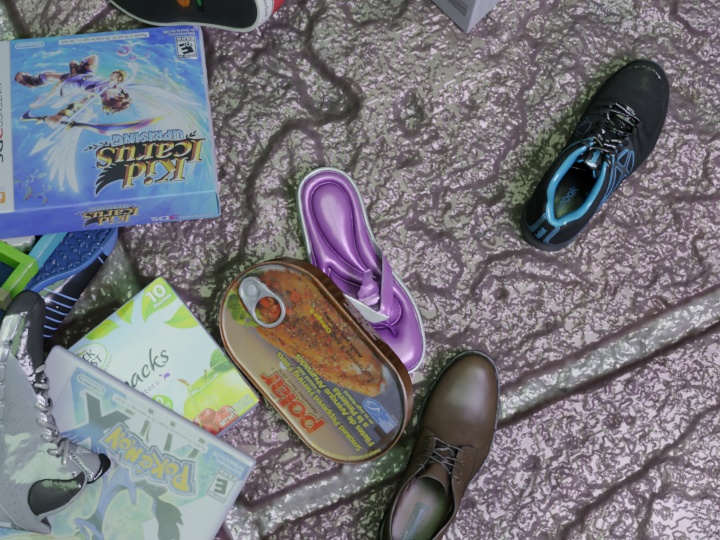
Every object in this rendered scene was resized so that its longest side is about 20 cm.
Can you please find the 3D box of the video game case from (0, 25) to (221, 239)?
[{"bbox_3d":[-0.229,-0.124,1.270,0.199,0.045,0.182,-6,62,-5],"label":"video game case"}]

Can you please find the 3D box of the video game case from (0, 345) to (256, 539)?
[{"bbox_3d":[-0.218,0.191,1.235,0.200,0.022,0.183,29,88,2],"label":"video game case"}]

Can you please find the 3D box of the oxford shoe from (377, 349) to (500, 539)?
[{"bbox_3d":[0.076,0.164,1.269,0.072,0.084,0.201,19,82,2],"label":"oxford shoe"}]

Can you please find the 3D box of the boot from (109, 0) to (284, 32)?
[{"bbox_3d":[-0.133,-0.281,1.323,0.199,0.073,0.144,16,42,25],"label":"boot"}]

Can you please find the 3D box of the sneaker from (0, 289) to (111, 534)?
[{"bbox_3d":[-0.255,0.122,1.200,0.115,0.075,0.201,15,97,-2],"label":"sneaker"}]

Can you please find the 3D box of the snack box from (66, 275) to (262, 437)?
[{"bbox_3d":[-0.207,0.122,1.277,0.200,0.053,0.142,-39,86,-4],"label":"snack box"}]

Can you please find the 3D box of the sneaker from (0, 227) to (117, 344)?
[{"bbox_3d":[-0.288,0.025,1.282,0.070,0.078,0.200,35,61,20],"label":"sneaker"}]

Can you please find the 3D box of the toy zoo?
[{"bbox_3d":[-0.306,-0.073,1.277,0.131,0.020,0.200,26,62,11],"label":"toy zoo"}]

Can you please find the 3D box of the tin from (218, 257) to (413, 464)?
[{"bbox_3d":[-0.038,0.078,1.278,0.112,0.042,0.200,-41,87,15],"label":"tin"}]

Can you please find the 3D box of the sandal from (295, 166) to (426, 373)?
[{"bbox_3d":[-0.007,0.004,1.299,0.082,0.050,0.203,-26,86,-4],"label":"sandal"}]

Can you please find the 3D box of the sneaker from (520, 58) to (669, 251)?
[{"bbox_3d":[0.219,-0.105,1.303,0.073,0.082,0.200,32,83,3],"label":"sneaker"}]

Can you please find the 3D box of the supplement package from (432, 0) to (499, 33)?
[{"bbox_3d":[0.130,-0.332,1.307,0.110,0.114,0.200,44,85,4],"label":"supplement package"}]
